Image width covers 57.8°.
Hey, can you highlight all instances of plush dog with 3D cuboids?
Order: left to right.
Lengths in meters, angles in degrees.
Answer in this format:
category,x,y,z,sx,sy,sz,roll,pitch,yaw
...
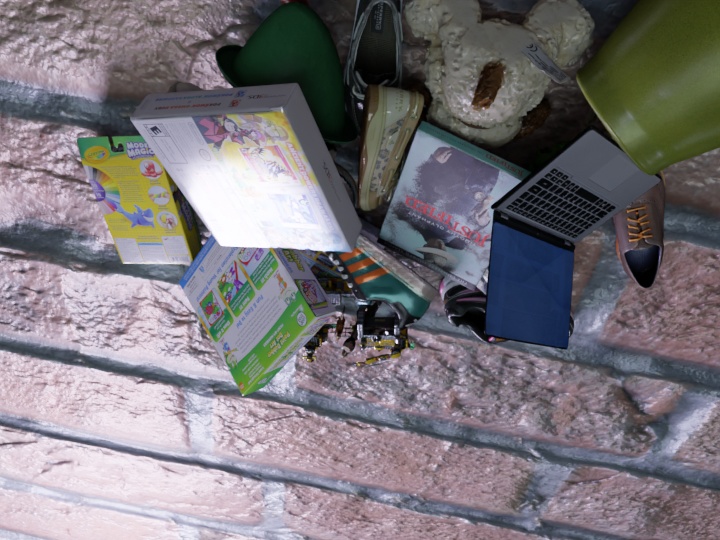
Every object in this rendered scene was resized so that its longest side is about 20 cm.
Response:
category,x,y,z,sx,sy,sz,roll,pitch,yaw
plush dog,0.134,-0.193,0.705,0.199,0.161,0.172,10,156,4

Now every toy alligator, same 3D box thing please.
category,x,y,z,sx,sy,sz,roll,pitch,yaw
toy alligator,0.225,-0.120,0.793,0.054,0.059,0.201,42,136,28

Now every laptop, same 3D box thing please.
category,x,y,z,sx,sy,sz,roll,pitch,yaw
laptop,0.234,-0.022,0.704,0.187,0.116,0.200,13,135,-45

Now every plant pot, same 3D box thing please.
category,x,y,z,sx,sy,sz,roll,pitch,yaw
plant pot,0.319,-0.195,0.612,0.200,0.201,0.193,40,121,-21

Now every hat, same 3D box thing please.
category,x,y,z,sx,sy,sz,roll,pitch,yaw
hat,-0.044,-0.256,0.668,0.199,0.166,0.176,22,120,-26

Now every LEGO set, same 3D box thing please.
category,x,y,z,sx,sy,sz,roll,pitch,yaw
LEGO set,-0.014,0.089,0.932,0.198,0.116,0.154,7,132,-2

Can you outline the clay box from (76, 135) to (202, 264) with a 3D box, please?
category,x,y,z,sx,sy,sz,roll,pitch,yaw
clay box,-0.299,-0.101,0.897,0.114,0.048,0.201,1,127,9

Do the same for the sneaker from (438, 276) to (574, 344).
category,x,y,z,sx,sy,sz,roll,pitch,yaw
sneaker,0.205,0.074,0.927,0.199,0.087,0.081,13,131,-2

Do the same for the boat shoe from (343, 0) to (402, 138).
category,x,y,z,sx,sy,sz,roll,pitch,yaw
boat shoe,0.011,-0.222,0.729,0.072,0.071,0.201,4,135,5

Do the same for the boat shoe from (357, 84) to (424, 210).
category,x,y,z,sx,sy,sz,roll,pitch,yaw
boat shoe,0.030,-0.132,0.756,0.062,0.074,0.200,1,156,-3

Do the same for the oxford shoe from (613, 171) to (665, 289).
category,x,y,z,sx,sy,sz,roll,pitch,yaw
oxford shoe,0.344,-0.067,0.799,0.071,0.073,0.201,-13,125,20

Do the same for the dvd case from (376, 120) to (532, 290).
category,x,y,z,sx,sy,sz,roll,pitch,yaw
dvd case,0.107,-0.068,0.774,0.145,0.022,0.200,27,144,5

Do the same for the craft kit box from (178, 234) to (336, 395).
category,x,y,z,sx,sy,sz,roll,pitch,yaw
craft kit box,-0.147,0.034,0.880,0.200,0.048,0.198,-46,67,36

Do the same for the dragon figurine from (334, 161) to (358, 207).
category,x,y,z,sx,sy,sz,roll,pitch,yaw
dragon figurine,-0.087,-0.150,0.813,0.099,0.059,0.200,-29,114,31

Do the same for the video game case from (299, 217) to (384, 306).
category,x,y,z,sx,sy,sz,roll,pitch,yaw
video game case,-0.089,-0.035,0.932,0.199,0.023,0.182,29,127,-15

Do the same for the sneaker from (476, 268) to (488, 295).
category,x,y,z,sx,sy,sz,roll,pitch,yaw
sneaker,0.128,-0.031,0.876,0.085,0.077,0.200,-26,113,38

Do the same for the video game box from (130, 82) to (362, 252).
category,x,y,z,sx,sy,sz,roll,pitch,yaw
video game box,-0.113,-0.100,0.686,0.181,0.047,0.200,6,145,26

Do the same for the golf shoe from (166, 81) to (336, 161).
category,x,y,z,sx,sy,sz,roll,pitch,yaw
golf shoe,-0.116,-0.163,0.736,0.199,0.079,0.097,33,121,-21

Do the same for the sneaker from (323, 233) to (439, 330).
category,x,y,z,sx,sy,sz,roll,pitch,yaw
sneaker,0.000,0.000,0.845,0.200,0.071,0.080,36,93,7
